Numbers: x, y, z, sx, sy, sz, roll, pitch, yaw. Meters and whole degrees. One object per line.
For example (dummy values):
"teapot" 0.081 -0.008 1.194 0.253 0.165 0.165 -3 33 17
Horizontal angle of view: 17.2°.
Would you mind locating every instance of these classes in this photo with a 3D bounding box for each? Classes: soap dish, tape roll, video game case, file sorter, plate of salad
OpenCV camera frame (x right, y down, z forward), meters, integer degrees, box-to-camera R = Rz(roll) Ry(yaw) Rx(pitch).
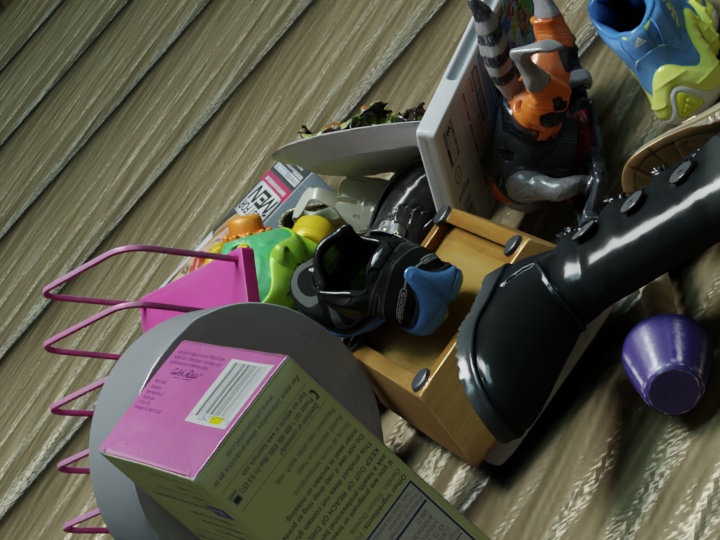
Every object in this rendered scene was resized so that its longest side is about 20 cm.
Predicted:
"soap dish" 0.077 0.038 1.619 0.158 0.081 0.200 -55 18 -3
"tape roll" -0.083 0.124 1.629 0.066 0.200 0.201 -12 39 57
"video game case" 0.096 -0.127 1.770 0.018 0.144 0.201 11 55 23
"file sorter" -0.159 0.093 1.812 0.139 0.125 0.201 -25 66 46
"plate of salad" 0.027 -0.110 1.901 0.200 0.199 0.048 -13 81 57

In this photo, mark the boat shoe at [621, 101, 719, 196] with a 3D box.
"boat shoe" 0.263 -0.093 1.521 0.199 0.072 0.072 -26 8 23

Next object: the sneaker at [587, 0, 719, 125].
"sneaker" 0.214 -0.190 1.754 0.076 0.105 0.200 -36 24 13

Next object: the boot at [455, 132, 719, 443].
"boot" 0.157 0.004 1.420 0.199 0.066 0.165 -29 25 25

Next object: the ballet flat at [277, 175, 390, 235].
"ballet flat" -0.008 -0.044 1.974 0.200 0.075 0.068 -14 40 55

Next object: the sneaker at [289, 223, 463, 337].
"sneaker" 0.000 0.000 1.612 0.071 0.083 0.199 -58 19 -13

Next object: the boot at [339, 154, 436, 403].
"boot" 0.035 0.015 1.805 0.200 0.069 0.174 -54 19 11

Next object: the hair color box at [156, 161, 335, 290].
"hair color box" -0.102 -0.007 2.116 0.200 0.061 0.099 -47 20 1

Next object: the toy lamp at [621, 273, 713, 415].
"toy lamp" 0.187 0.025 1.486 0.058 0.058 0.200 -39 19 20

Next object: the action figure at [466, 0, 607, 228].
"action figure" 0.124 -0.130 1.738 0.104 0.194 0.201 -1 39 -3

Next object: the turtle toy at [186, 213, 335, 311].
"turtle toy" -0.103 0.034 1.954 0.200 0.101 0.146 -57 9 48

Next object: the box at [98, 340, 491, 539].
"box" -0.039 0.146 1.499 0.097 0.200 0.176 -52 20 -15
